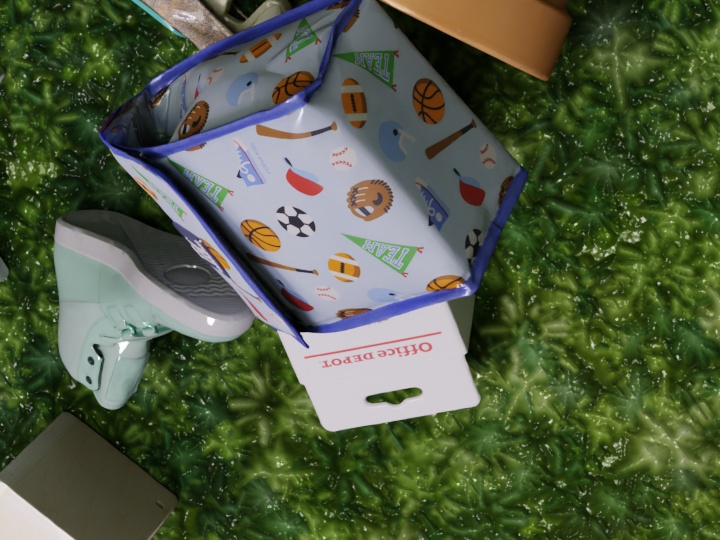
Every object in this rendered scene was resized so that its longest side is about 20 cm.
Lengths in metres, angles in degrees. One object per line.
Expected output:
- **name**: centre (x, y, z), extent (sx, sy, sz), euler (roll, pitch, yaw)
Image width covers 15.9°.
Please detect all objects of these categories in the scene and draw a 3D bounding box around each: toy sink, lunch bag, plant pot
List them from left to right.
- **toy sink**: centre (-0.232, 0.220, 1.769), extent (0.112, 0.130, 0.200), euler (38, 112, 1)
- **lunch bag**: centre (-0.037, -0.050, 1.495), extent (0.200, 0.124, 0.170), euler (-14, 126, 43)
- **plant pot**: centre (0.051, -0.217, 1.524), extent (0.200, 0.200, 0.140), euler (26, 96, 7)

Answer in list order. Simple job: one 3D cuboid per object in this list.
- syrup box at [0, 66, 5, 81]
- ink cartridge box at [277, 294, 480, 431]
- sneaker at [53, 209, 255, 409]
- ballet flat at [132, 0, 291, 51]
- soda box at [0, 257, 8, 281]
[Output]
- **syrup box**: centre (-0.343, -0.158, 1.709), extent (0.200, 0.079, 0.081), euler (39, 114, 1)
- **ink cartridge box**: centre (0.000, 0.000, 1.643), extent (0.116, 0.067, 0.200), euler (-11, 125, 16)
- **sneaker**: centre (-0.132, 0.041, 1.678), extent (0.200, 0.074, 0.118), euler (25, 118, 50)
- **ballet flat**: centre (-0.086, -0.162, 1.641), extent (0.200, 0.068, 0.067), euler (42, 106, -2)
- **soda box**: centre (-0.307, 0.020, 1.689), extent (0.068, 0.200, 0.064), euler (-27, 99, 23)
